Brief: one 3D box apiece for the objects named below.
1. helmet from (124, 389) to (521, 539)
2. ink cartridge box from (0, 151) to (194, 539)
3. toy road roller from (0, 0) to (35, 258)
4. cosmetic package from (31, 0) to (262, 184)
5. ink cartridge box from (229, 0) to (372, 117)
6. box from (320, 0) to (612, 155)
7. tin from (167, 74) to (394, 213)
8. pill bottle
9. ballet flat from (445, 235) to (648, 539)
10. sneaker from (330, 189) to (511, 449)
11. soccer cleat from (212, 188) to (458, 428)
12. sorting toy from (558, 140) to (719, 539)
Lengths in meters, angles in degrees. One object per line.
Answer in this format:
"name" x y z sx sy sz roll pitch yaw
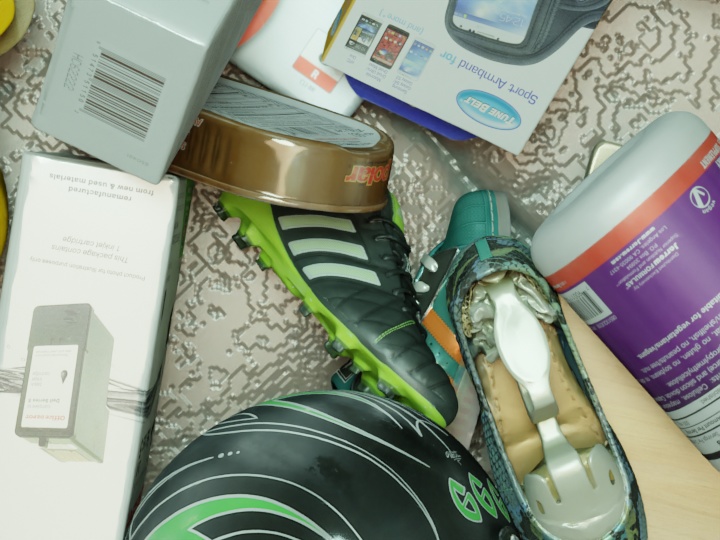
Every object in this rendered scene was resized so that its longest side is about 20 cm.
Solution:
"helmet" -0.022 0.155 1.128 0.200 0.200 0.191 -45 65 2
"ink cartridge box" -0.146 0.042 1.204 0.083 0.146 0.201 9 93 -2
"toy road roller" -0.226 -0.076 1.216 0.200 0.123 0.146 -46 106 2
"cosmetic package" -0.083 -0.150 1.118 0.071 0.200 0.102 25 136 -1
"ink cartridge box" -0.021 -0.201 1.241 0.162 0.050 0.200 34 95 -2
"box" 0.065 -0.148 1.166 0.119 0.042 0.201 24 122 -8
"tin" -0.071 -0.074 1.188 0.199 0.112 0.042 20 101 33
"pill bottle" 0.186 0.025 1.149 0.112 0.112 0.200 -42 92 2
"ballet flat" 0.094 0.079 1.175 0.074 0.074 0.201 -25 93 1
"sneaker" 0.028 0.048 1.241 0.079 0.071 0.201 14 94 -4
"soccer cleat" 0.000 0.000 1.205 0.081 0.068 0.200 -37 57 -5
"sorting toy" 0.195 0.051 1.242 0.199 0.070 0.200 15 93 -1
